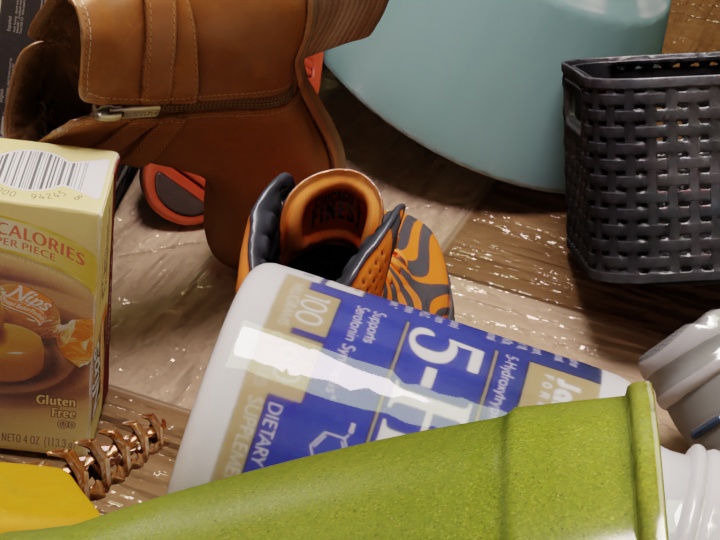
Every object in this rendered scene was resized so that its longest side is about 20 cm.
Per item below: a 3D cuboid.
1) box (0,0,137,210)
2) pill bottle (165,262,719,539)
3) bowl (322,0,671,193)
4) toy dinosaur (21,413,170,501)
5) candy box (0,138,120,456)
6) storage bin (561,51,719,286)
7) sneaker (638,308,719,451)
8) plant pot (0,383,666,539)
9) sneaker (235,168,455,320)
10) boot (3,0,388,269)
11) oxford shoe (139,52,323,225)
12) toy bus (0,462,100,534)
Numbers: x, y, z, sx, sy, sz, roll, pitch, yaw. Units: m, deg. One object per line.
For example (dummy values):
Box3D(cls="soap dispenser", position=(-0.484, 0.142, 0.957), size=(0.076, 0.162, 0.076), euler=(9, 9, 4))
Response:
Box3D(cls="box", position=(-0.122, -0.113, 0.992), size=(0.050, 0.200, 0.158), euler=(14, 31, 2))
Box3D(cls="pill bottle", position=(0.039, 0.082, 0.770), size=(0.200, 0.120, 0.120), euler=(17, 31, 2))
Box3D(cls="bowl", position=(0.080, -0.142, 1.126), size=(0.201, 0.105, 0.201), euler=(21, 34, -15))
Box3D(cls="toy dinosaur", position=(-0.175, 0.078, 0.783), size=(0.200, 0.102, 0.136), euler=(1, 59, -36))
Box3D(cls="candy box", position=(-0.199, 0.003, 0.861), size=(0.200, 0.116, 0.055), euler=(7, 30, -1))
Box3D(cls="storage bin", position=(0.197, -0.052, 1.006), size=(0.200, 0.094, 0.135), euler=(-2, 9, -1))
Box3D(cls="sneaker", position=(0.204, 0.055, 0.933), size=(0.200, 0.075, 0.082), euler=(-8, 70, -35))
Box3D(cls="plant pot", position=(-0.010, 0.135, 0.614), size=(0.193, 0.201, 0.200), euler=(-2, 30, 5))
Box3D(cls="sneaker", position=(0.000, 0.000, 0.914), size=(0.077, 0.112, 0.200), euler=(13, 31, 9))
Box3D(cls="boot", position=(-0.079, -0.062, 0.920), size=(0.155, 0.200, 0.074), euler=(-19, 52, -35))
Box3D(cls="oxford shoe", position=(-0.060, -0.108, 1.082), size=(0.073, 0.071, 0.200), euler=(-4, 53, 54))
Box3D(cls="toy bus", position=(-0.151, 0.102, 0.700), size=(0.200, 0.078, 0.065), euler=(7, 13, -26))
